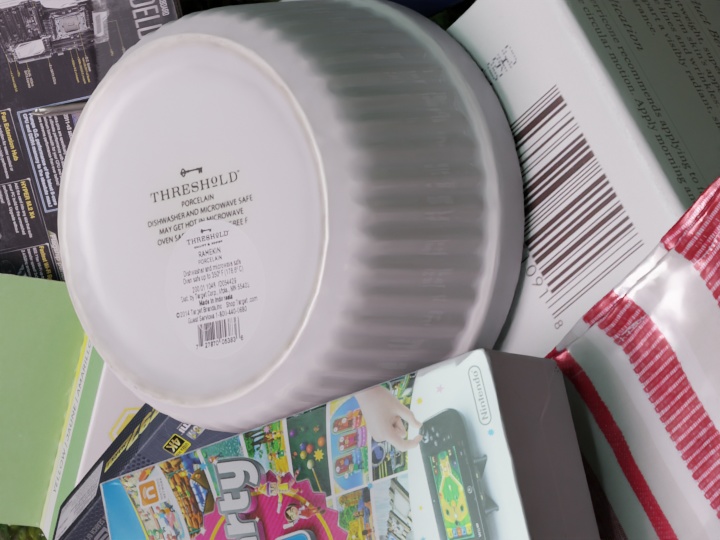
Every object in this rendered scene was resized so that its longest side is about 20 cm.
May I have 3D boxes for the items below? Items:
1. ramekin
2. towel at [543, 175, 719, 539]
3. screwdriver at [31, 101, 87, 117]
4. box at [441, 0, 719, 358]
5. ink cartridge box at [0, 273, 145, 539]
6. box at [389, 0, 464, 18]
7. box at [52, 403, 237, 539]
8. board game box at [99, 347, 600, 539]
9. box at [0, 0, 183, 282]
[{"bbox_3d":[-0.038,-0.022,1.248,0.200,0.105,0.200,1,92,40],"label":"ramekin"},{"bbox_3d":[0.138,0.059,1.146,0.200,0.023,0.144,-47,58,32],"label":"towel"},{"bbox_3d":[-0.064,-0.091,1.438,0.200,0.029,0.028,-5,113,10],"label":"screwdriver"},{"bbox_3d":[0.098,-0.007,1.291,0.200,0.131,0.199,-43,65,37],"label":"box"},{"bbox_3d":[-0.144,0.078,1.484,0.048,0.200,0.146,47,127,58],"label":"ink cartridge box"},{"bbox_3d":[0.053,-0.178,1.326,0.200,0.032,0.121,-22,45,54],"label":"box"},{"bbox_3d":[-0.032,0.104,1.404,0.200,0.158,0.051,-48,18,28],"label":"box"},{"bbox_3d":[-0.001,0.132,1.193,0.200,0.064,0.148,-21,72,30],"label":"board game box"},{"bbox_3d":[-0.158,-0.078,1.474,0.050,0.158,0.200,-99,-4,-64],"label":"box"}]
